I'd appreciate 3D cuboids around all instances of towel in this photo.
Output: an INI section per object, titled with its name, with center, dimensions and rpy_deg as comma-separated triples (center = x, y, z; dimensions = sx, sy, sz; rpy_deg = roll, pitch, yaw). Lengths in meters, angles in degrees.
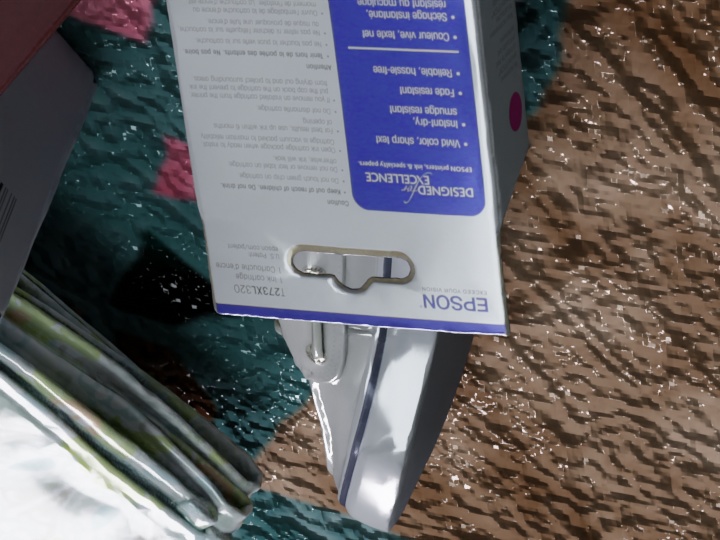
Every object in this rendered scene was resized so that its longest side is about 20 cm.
[towel]
center = -0.158, 0.072, 0.962
dimensions = 0.200, 0.048, 0.171
rpy_deg = -27, 128, 31

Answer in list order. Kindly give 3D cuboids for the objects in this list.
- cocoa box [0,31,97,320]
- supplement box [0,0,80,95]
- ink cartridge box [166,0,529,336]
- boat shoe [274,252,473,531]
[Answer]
[cocoa box]
center = -0.201, -0.066, 0.807
dimensions = 0.131, 0.134, 0.200
rpy_deg = -26, 120, 27
[supplement box]
center = -0.115, -0.163, 0.594
dimensions = 0.197, 0.133, 0.200
rpy_deg = 39, 96, -16
[ink cartridge box]
center = -0.007, -0.081, 0.732
dimensions = 0.094, 0.037, 0.201
rpy_deg = 4, 114, 24
[boat shoe]
center = 0.000, 0.000, 0.838
dimensions = 0.065, 0.072, 0.200
rpy_deg = 18, 139, 13
